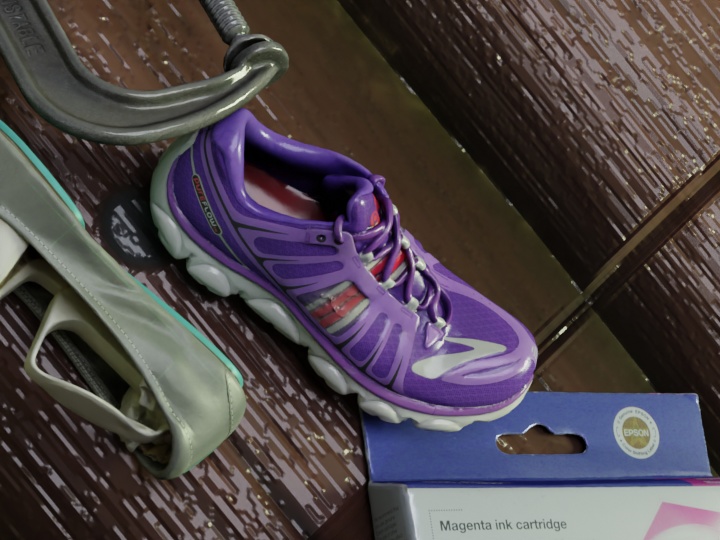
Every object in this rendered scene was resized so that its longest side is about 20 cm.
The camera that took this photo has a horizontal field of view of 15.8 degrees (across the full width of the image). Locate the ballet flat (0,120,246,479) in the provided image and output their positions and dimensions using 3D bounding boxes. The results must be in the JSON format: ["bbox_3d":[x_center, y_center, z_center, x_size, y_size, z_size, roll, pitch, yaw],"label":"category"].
[{"bbox_3d":[-0.132,0.007,1.098,0.200,0.067,0.064,46,62,-6],"label":"ballet flat"}]

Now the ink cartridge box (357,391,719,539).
[{"bbox_3d":[0.103,0.146,1.192,0.196,0.043,0.201,1,71,-29],"label":"ink cartridge box"}]

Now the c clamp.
[{"bbox_3d":[-0.095,-0.135,1.164,0.170,0.027,0.200,-8,52,-24],"label":"c clamp"}]

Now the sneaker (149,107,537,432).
[{"bbox_3d":[0.000,0.000,1.161,0.200,0.083,0.081,32,50,-16],"label":"sneaker"}]
